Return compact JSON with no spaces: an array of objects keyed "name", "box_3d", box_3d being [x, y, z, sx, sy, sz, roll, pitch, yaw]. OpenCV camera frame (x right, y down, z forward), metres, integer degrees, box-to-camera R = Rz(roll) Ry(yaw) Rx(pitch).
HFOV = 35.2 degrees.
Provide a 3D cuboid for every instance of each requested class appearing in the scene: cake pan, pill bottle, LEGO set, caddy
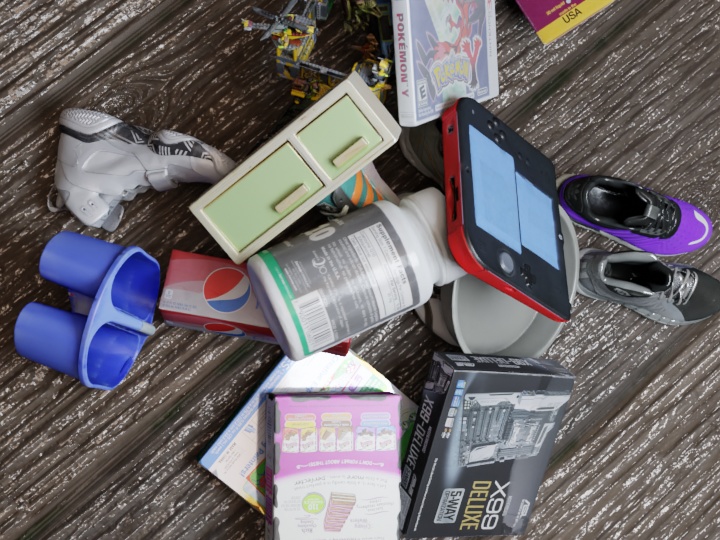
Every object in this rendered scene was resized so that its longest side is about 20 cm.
[{"name":"cake pan","box_3d":[0.161,0.012,1.236,0.200,0.037,0.200,-13,111,-38]},{"name":"pill bottle","box_3d":[0.000,0.000,1.110,0.200,0.113,0.113,-24,93,-12]},{"name":"LEGO set","box_3d":[-0.011,-0.268,1.130,0.154,0.116,0.200,25,65,11]},{"name":"caddy","box_3d":[-0.253,0.043,1.116,0.105,0.200,0.141,17,83,5]}]

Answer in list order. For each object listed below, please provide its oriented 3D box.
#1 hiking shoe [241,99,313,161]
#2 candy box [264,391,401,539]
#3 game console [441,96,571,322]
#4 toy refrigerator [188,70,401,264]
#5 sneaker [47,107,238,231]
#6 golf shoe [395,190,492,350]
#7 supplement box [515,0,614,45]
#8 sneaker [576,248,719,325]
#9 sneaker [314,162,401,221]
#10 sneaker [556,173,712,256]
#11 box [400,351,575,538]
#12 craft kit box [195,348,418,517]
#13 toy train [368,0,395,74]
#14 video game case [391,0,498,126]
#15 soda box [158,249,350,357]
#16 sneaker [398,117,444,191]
[{"name":"hiking shoe","box_3d":[-0.074,-0.121,1.205,0.076,0.101,0.200,40,80,-9]},{"name":"candy box","box_3d":[-0.029,0.227,1.181,0.136,0.061,0.200,2,87,-14]},{"name":"game console","box_3d":[0.149,-0.063,1.129,0.177,0.031,0.200,26,51,-36]},{"name":"toy refrigerator","box_3d":[-0.063,-0.098,1.088,0.200,0.070,0.076,-36,100,15]},{"name":"sneaker","box_3d":[-0.228,-0.091,1.169,0.200,0.075,0.115,16,89,9]},{"name":"golf shoe","box_3d":[0.088,0.005,1.243,0.078,0.094,0.200,-34,97,-13]},{"name":"supplement box","box_3d":[0.209,-0.370,1.252,0.200,0.103,0.131,57,40,-5]},{"name":"sneaker","box_3d":[0.345,0.020,1.290,0.200,0.115,0.075,10,86,-12]},{"name":"sneaker","box_3d":[-0.016,-0.074,1.177,0.080,0.071,0.200,-44,113,-33]},{"name":"sneaker","box_3d":[0.322,-0.062,1.294,0.200,0.100,0.070,13,87,-12]},{"name":"box","box_3d":[0.129,0.189,1.216,0.158,0.050,0.200,6,108,-28]},{"name":"craft kit box","box_3d":[-0.040,0.189,1.232,0.197,0.049,0.200,41,80,-6]},{"name":"toy train","box_3d":[0.061,-0.313,1.254,0.114,0.087,0.200,-7,90,-7]},{"name":"video game case","box_3d":[0.089,-0.252,1.147,0.200,0.023,0.182,-28,118,-54]},{"name":"soda box","box_3d":[-0.104,0.035,1.185,0.200,0.063,0.070,10,71,1]},{"name":"sneaker","box_3d":[0.129,-0.099,1.255,0.200,0.092,0.076,41,79,-11]}]
